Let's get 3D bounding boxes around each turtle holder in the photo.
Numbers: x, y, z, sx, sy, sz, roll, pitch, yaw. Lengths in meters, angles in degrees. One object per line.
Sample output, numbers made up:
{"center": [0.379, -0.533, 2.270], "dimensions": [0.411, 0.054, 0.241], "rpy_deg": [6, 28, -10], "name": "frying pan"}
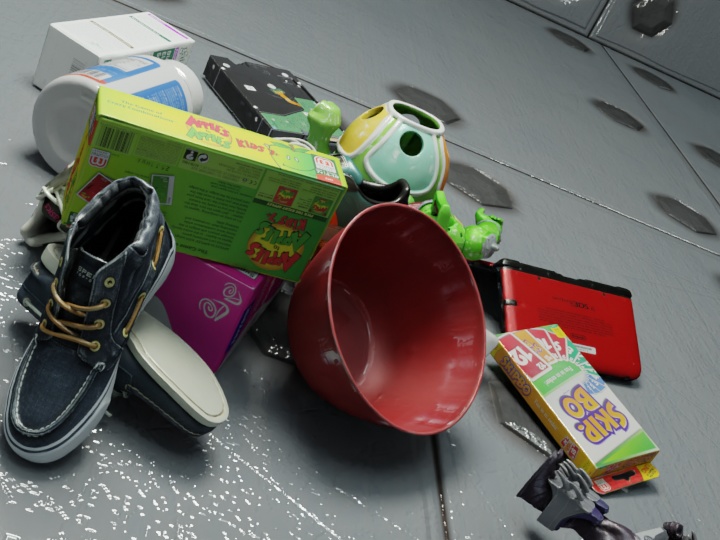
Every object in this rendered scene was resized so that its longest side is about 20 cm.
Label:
{"center": [0.027, -0.150, 1.275], "dimensions": [0.185, 0.132, 0.141], "rpy_deg": [33, 28, 11], "name": "turtle holder"}

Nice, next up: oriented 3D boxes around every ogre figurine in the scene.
{"center": [0.077, -0.048, 1.169], "dimensions": [0.200, 0.098, 0.120], "rpy_deg": [26, 12, -14], "name": "ogre figurine"}

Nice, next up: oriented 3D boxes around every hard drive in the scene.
{"center": [-0.115, -0.222, 1.376], "dimensions": [0.139, 0.038, 0.200], "rpy_deg": [2, 36, -40], "name": "hard drive"}

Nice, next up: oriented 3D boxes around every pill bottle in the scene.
{"center": [-0.249, -0.169, 1.080], "dimensions": [0.112, 0.112, 0.200], "rpy_deg": [31, 27, 7], "name": "pill bottle"}

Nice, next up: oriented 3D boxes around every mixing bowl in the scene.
{"center": [0.009, 0.050, 0.891], "dimensions": [0.200, 0.108, 0.201], "rpy_deg": [16, 67, -42], "name": "mixing bowl"}

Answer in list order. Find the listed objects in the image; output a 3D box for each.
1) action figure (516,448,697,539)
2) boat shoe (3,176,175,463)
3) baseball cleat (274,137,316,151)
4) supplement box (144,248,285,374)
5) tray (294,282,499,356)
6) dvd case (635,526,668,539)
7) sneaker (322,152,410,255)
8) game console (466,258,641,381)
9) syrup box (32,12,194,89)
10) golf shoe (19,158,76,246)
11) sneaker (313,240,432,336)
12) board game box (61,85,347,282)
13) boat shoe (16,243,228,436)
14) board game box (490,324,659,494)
{"center": [0.217, 0.230, 0.803], "dimensions": [0.200, 0.069, 0.130], "rpy_deg": [42, 21, 17], "name": "action figure"}
{"center": [-0.195, 0.030, 0.700], "dimensions": [0.071, 0.091, 0.201], "rpy_deg": [19, 66, 7], "name": "boat shoe"}
{"center": [-0.056, -0.076, 1.068], "dimensions": [0.200, 0.106, 0.070], "rpy_deg": [19, 32, -41], "name": "baseball cleat"}
{"center": [-0.125, -0.008, 0.922], "dimensions": [0.103, 0.101, 0.200], "rpy_deg": [29, 28, 2], "name": "supplement box"}
{"center": [0.039, 0.039, 1.034], "dimensions": [0.200, 0.022, 0.107], "rpy_deg": [36, 53, 17], "name": "tray"}
{"center": [0.243, 0.286, 0.829], "dimensions": [0.200, 0.025, 0.150], "rpy_deg": [1, 37, -40], "name": "dvd case"}
{"center": [-0.047, -0.078, 0.913], "dimensions": [0.200, 0.080, 0.071], "rpy_deg": [14, 31, -27], "name": "sneaker"}
{"center": [0.221, 0.055, 1.221], "dimensions": [0.200, 0.119, 0.173], "rpy_deg": [12, 62, -26], "name": "game console"}
{"center": [-0.294, -0.254, 1.222], "dimensions": [0.081, 0.079, 0.200], "rpy_deg": [33, 27, 12], "name": "syrup box"}
{"center": [-0.222, -0.068, 0.859], "dimensions": [0.088, 0.200, 0.077], "rpy_deg": [-34, 89, -40], "name": "golf shoe"}
{"center": [0.000, 0.000, 0.998], "dimensions": [0.200, 0.073, 0.077], "rpy_deg": [31, 62, 17], "name": "sneaker"}
{"center": [-0.123, -0.064, 0.797], "dimensions": [0.200, 0.102, 0.048], "rpy_deg": [15, 33, -23], "name": "board game box"}
{"center": [-0.188, 0.063, 0.779], "dimensions": [0.200, 0.062, 0.075], "rpy_deg": [41, 11, 8], "name": "boat shoe"}
{"center": [0.222, 0.138, 1.040], "dimensions": [0.095, 0.030, 0.200], "rpy_deg": [-6, 49, -34], "name": "board game box"}
